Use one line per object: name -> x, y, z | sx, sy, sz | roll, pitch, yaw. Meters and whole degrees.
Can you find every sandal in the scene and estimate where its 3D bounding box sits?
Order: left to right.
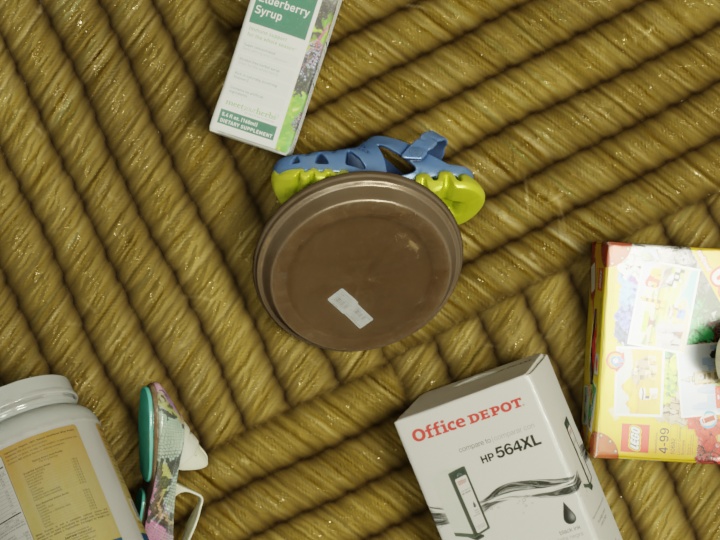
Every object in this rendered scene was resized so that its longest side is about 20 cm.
sandal -> 0.014, -0.089, 1.274 | 0.199, 0.080, 0.087 | 2, 55, -14

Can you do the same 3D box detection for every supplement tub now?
supplement tub -> -0.286, 0.212, 1.239 | 0.144, 0.145, 0.201 | -27, 73, 1

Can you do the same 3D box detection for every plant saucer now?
plant saucer -> 0.000, 0.000, 1.257 | 0.199, 0.030, 0.201 | -5, 126, -7

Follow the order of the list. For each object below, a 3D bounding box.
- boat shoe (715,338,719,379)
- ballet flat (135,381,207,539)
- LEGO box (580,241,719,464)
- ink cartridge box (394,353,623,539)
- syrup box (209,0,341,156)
boat shoe -> 0.402, 0.084, 1.243 | 0.201, 0.063, 0.074 | 10, 89, -37
ballet flat -> -0.185, 0.206, 1.302 | 0.071, 0.069, 0.201 | 5, 96, -18
LEGO box -> 0.293, 0.076, 1.288 | 0.148, 0.077, 0.201 | 3, 92, -1
ink cartridge box -> 0.138, 0.198, 1.268 | 0.145, 0.084, 0.201 | -23, 93, 22
syrup box -> -0.072, -0.213, 1.274 | 0.078, 0.081, 0.201 | 18, 93, -1
